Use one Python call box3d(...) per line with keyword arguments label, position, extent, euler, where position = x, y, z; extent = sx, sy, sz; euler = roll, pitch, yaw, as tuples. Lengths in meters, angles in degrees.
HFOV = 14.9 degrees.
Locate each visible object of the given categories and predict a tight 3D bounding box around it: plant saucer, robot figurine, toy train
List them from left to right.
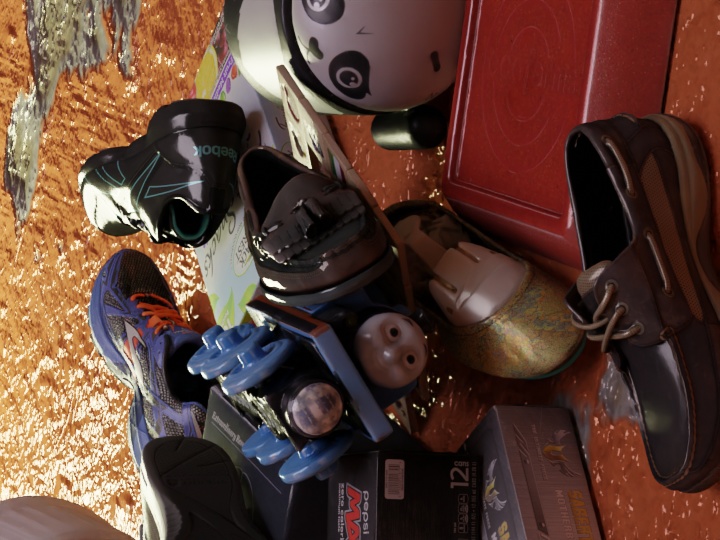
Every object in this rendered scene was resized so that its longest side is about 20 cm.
box3d(label="toy train", position=(-0.024, 0.050, 1.516), extent=(0.087, 0.114, 0.200), euler=(57, 171, -10))
box3d(label="robot figurine", position=(-0.009, -0.153, 1.641), extent=(0.200, 0.150, 0.125), euler=(7, 77, 66))
box3d(label="plant saucer", position=(0.102, -0.107, 1.502), extent=(0.199, 0.037, 0.201), euler=(-157, 74, -64))

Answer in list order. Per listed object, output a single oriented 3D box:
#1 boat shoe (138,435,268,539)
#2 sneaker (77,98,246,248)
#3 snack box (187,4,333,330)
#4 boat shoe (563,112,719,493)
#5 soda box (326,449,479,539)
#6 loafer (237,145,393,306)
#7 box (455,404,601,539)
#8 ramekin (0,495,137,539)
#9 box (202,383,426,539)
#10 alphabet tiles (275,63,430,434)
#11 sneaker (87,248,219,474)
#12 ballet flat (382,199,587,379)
box3d(label="boat shoe", position=(-0.092, 0.176, 1.586), extent=(0.202, 0.074, 0.065), euler=(-115, 32, -53))
box3d(label="sneaker", position=(-0.137, -0.050, 1.841), extent=(0.200, 0.075, 0.080), euler=(146, 123, -60))
box3d(label="snack box", position=(-0.070, -0.062, 1.848), extent=(0.200, 0.053, 0.143), euler=(-110, 33, -42))
box3d(label="boat shoe", position=(0.136, 0.015, 1.359), extent=(0.075, 0.073, 0.201), euler=(132, 136, -53))
box3d(label="soda box", position=(0.021, 0.198, 1.476), extent=(0.071, 0.063, 0.201), euler=(165, 108, -64))
box3d(label="loafer", position=(-0.037, -0.027, 1.527), extent=(0.063, 0.072, 0.200), euler=(65, 171, -14))
box3d(label="box", position=(0.080, 0.196, 1.482), extent=(0.159, 0.048, 0.201), euler=(125, 142, -47))
box3d(label="ramekin", position=(-0.217, 0.265, 1.954), extent=(0.098, 0.200, 0.201), euler=(6, 91, 58))
box3d(label="box", position=(-0.035, 0.187, 1.665), extent=(0.148, 0.107, 0.201), euler=(-141, 58, -61))
box3d(label="alphabet tiles", position=(0.000, 0.000, 1.614), extent=(0.167, 0.008, 0.200), euler=(56, 165, 41))
box3d(label="sneaker", position=(-0.135, 0.060, 1.968), extent=(0.079, 0.075, 0.200), euler=(-53, 47, 36))
box3d(label="ballet flat", position=(0.057, 0.006, 1.529), extent=(0.200, 0.070, 0.071), euler=(-142, 60, -63))
